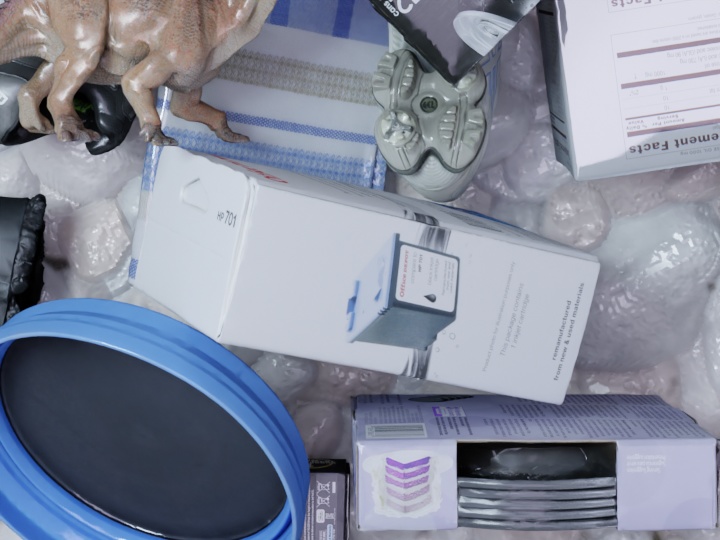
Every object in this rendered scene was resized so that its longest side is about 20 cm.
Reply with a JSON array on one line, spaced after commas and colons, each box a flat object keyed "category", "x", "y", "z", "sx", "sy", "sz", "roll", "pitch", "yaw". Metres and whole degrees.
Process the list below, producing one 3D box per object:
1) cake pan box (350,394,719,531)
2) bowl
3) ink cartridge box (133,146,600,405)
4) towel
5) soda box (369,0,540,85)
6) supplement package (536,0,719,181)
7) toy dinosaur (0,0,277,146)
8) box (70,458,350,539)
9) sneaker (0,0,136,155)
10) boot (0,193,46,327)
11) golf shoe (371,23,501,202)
[{"category": "cake pan box", "x": 0.086, "y": 0.099, "z": 1.051, "sx": 0.183, "sy": 0.200, "sz": 0.053, "roll": -2, "pitch": 93, "yaw": -2}, {"category": "bowl", "x": -0.120, "y": 0.095, "z": 1.034, "sx": 0.200, "sy": 0.039, "sz": 0.201, "roll": 13, "pitch": 134, "yaw": 14}, {"category": "ink cartridge box", "x": 0.000, "y": 0.000, "z": 1.035, "sx": 0.199, "sy": 0.146, "sz": 0.086, "roll": 10, "pitch": 97, "yaw": -25}, {"category": "towel", "x": -0.048, "y": -0.077, "z": 1.096, "sx": 0.146, "sy": 0.024, "sz": 0.201, "roll": 6, "pitch": 97, "yaw": -27}, {"category": "soda box", "x": 0.094, "y": -0.185, "z": 0.970, "sx": 0.063, "sy": 0.071, "sz": 0.200, "roll": 44, "pitch": 99, "yaw": -7}, {"category": "supplement package", "x": 0.150, "y": -0.158, "z": 1.066, "sx": 0.109, "sy": 0.114, "sz": 0.201, "roll": -8, "pitch": 99, "yaw": 2}, {"category": "toy dinosaur", "x": -0.117, "y": -0.134, "z": 1.008, "sx": 0.199, "sy": 0.086, "sz": 0.136, "roll": 2, "pitch": 96, "yaw": -4}, {"category": "box", "x": -0.086, "y": 0.209, "z": 1.139, "sx": 0.160, "sy": 0.049, "sz": 0.201, "roll": 0, "pitch": 95, "yaw": -1}, {"category": "sneaker", "x": -0.206, "y": -0.115, "z": 1.066, "sx": 0.199, "sy": 0.067, "sz": 0.091, "roll": 16, "pitch": 52, "yaw": -17}, {"category": "boot", "x": -0.255, "y": -0.039, "z": 1.105, "sx": 0.162, "sy": 0.073, "sz": 0.199, "roll": 12, "pitch": 102, "yaw": 2}, {"category": "golf shoe", "x": 0.047, "y": -0.133, "z": 1.093, "sx": 0.078, "sy": 0.097, "sz": 0.201, "roll": 8, "pitch": 72, "yaw": 12}]
